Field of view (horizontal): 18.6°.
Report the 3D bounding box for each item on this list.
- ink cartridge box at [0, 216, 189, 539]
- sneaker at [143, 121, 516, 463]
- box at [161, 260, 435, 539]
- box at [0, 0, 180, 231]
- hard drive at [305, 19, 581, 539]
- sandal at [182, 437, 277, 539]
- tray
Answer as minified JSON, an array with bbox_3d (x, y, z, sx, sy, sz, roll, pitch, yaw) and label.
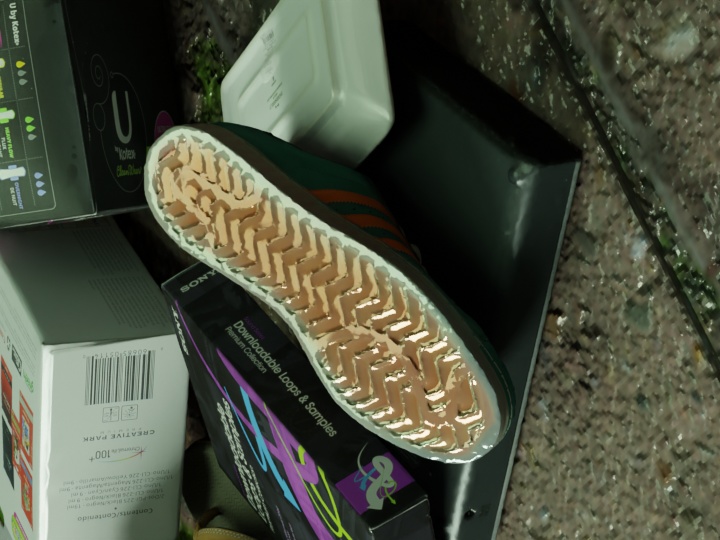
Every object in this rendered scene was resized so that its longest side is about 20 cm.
[{"bbox_3d":[-0.168,0.071,1.254,0.200,0.084,0.176,-130,41,-56],"label":"ink cartridge box"},{"bbox_3d":[0.000,0.000,0.955,0.200,0.080,0.071,43,120,18],"label":"sneaker"},{"bbox_3d":[-0.024,0.101,1.061,0.200,0.036,0.143,47,159,43],"label":"box"},{"bbox_3d":[-0.212,-0.080,1.164,0.200,0.149,0.124,-8,94,15],"label":"box"},{"bbox_3d":[0.030,0.006,0.994,0.140,0.033,0.200,44,134,44],"label":"hard drive"},{"bbox_3d":[-0.059,0.173,1.163,0.200,0.055,0.082,66,146,28],"label":"sandal"},{"bbox_3d":[-0.032,-0.084,1.034,0.200,0.022,0.107,138,128,-65],"label":"tray"}]
